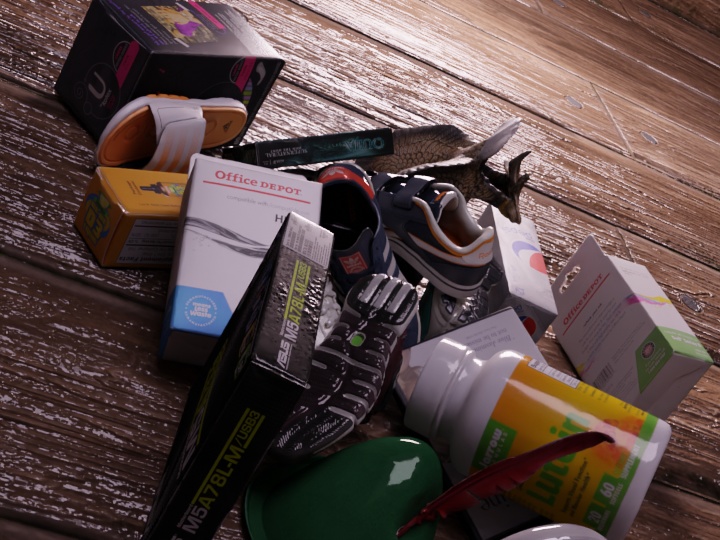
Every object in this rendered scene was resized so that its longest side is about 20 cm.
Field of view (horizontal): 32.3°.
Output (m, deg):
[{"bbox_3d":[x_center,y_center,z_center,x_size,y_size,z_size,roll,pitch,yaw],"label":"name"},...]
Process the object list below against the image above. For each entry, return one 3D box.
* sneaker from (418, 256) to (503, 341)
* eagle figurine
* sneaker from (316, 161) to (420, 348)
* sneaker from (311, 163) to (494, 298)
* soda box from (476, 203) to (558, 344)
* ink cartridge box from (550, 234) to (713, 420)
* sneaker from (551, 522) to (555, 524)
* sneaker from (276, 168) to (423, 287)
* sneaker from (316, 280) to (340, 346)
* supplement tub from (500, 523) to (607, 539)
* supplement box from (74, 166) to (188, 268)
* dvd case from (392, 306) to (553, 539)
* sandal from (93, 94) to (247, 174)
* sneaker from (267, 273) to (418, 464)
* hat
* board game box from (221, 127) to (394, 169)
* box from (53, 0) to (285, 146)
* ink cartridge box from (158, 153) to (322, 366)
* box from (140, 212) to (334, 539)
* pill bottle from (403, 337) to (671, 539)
[{"bbox_3d":[0.091,0.018,1.286,0.077,0.080,0.200,41,31,-5],"label":"sneaker"},{"bbox_3d":[0.083,-0.098,1.379,0.198,0.152,0.152,12,72,-1],"label":"eagle figurine"},{"bbox_3d":[0.000,0.000,1.144,0.085,0.074,0.202,-41,110,-81],"label":"sneaker"},{"bbox_3d":[0.045,-0.061,1.208,0.199,0.080,0.078,33,40,11],"label":"sneaker"},{"bbox_3d":[0.165,0.006,1.394,0.063,0.069,0.201,24,28,-15],"label":"soda box"},{"bbox_3d":[0.286,0.067,1.366,0.067,0.118,0.201,14,33,-32],"label":"ink cartridge box"},{"bbox_3d":[0.139,0.160,1.120,0.200,0.071,0.080,39,36,16],"label":"sneaker"},{"bbox_3d":[-0.021,-0.027,1.247,0.199,0.076,0.114,28,28,-8],"label":"sneaker"},{"bbox_3d":[-0.045,0.034,1.112,0.200,0.085,0.073,41,20,13],"label":"sneaker"},{"bbox_3d":[0.147,0.290,0.837,0.143,0.145,0.201,14,33,-30],"label":"supplement tub"},{"bbox_3d":[-0.159,-0.045,1.148,0.199,0.069,0.067,4,37,-45],"label":"supplement box"},{"bbox_3d":[0.119,0.135,1.094,0.142,0.018,0.201,-19,59,-17],"label":"dvd case"},{"bbox_3d":[-0.173,-0.133,1.247,0.059,0.079,0.206,45,35,21],"label":"sandal"},{"bbox_3d":[-0.011,0.105,1.005,0.075,0.116,0.200,24,50,20],"label":"sneaker"},{"bbox_3d":[0.035,0.142,0.923,0.199,0.177,0.166,-3,44,-48],"label":"hat"},{"bbox_3d":[-0.058,-0.119,1.250,0.134,0.028,0.200,-8,6,-14],"label":"board game box"},{"bbox_3d":[-0.197,-0.206,1.304,0.106,0.123,0.199,46,31,24],"label":"box"},{"bbox_3d":[-0.098,-0.020,1.052,0.115,0.068,0.202,11,62,-13],"label":"ink cartridge box"},{"bbox_3d":[-0.086,0.085,0.878,0.047,0.194,0.201,28,29,-11],"label":"box"},{"bbox_3d":[0.141,0.133,1.016,0.199,0.112,0.111,25,26,14],"label":"pill bottle"}]
